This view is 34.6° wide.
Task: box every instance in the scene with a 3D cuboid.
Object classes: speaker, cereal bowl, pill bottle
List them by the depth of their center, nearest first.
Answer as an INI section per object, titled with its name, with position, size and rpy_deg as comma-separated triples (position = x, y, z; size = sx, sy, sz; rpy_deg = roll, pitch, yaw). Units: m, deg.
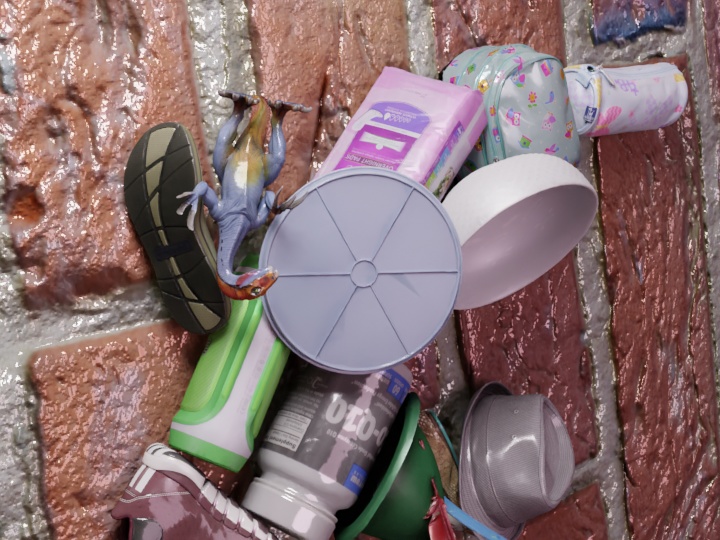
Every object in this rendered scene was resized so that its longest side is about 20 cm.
[speaker]
position = -0.115, 0.090, 1.126
size = 0.088, 0.088, 0.200
rpy_deg = 31, 74, -37
[pill bottle]
position = -0.036, 0.172, 1.180
size = 0.114, 0.114, 0.200
rpy_deg = 38, 71, -35
[cereal bowl]
position = 0.144, -0.052, 1.208
size = 0.200, 0.200, 0.083
rpy_deg = -9, 56, -39

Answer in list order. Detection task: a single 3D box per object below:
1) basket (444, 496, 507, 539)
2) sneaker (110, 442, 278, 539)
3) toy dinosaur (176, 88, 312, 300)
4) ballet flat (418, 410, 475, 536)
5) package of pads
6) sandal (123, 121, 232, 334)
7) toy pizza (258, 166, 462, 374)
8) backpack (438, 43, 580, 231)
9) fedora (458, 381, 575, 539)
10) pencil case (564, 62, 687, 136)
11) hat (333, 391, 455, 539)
[basket]
position = 0.083, 0.343, 1.259
size = 0.139, 0.176, 0.200
rpy_deg = -10, 119, -37
[sneaker]
position = -0.162, 0.267, 1.120
size = 0.200, 0.076, 0.116
rpy_deg = 45, 71, -21
[toy dinosaur]
position = -0.096, -0.068, 1.066
size = 0.105, 0.200, 0.182
rpy_deg = 11, 99, 4
[ballet flat]
position = 0.094, 0.248, 1.337
size = 0.065, 0.071, 0.200
rpy_deg = -31, 112, -4
[package of pads]
position = 0.035, -0.114, 1.207
size = 0.200, 0.120, 0.076
rpy_deg = -58, 146, -20
[sandal]
position = -0.167, -0.040, 1.091
size = 0.057, 0.080, 0.201
rpy_deg = -41, 122, -66
[toy pizza]
position = 0.000, 0.000, 1.106
size = 0.200, 0.032, 0.201
rpy_deg = -2, 100, -13
[backpack]
position = 0.169, -0.157, 1.307
size = 0.167, 0.126, 0.200
rpy_deg = -32, 118, -35
[fedora]
position = 0.189, 0.220, 1.340
size = 0.177, 0.090, 0.200
rpy_deg = 55, 36, -32
[pencil case]
position = 0.326, -0.219, 1.461
size = 0.200, 0.083, 0.091
rpy_deg = -8, 121, -39
[hat]
position = 0.082, 0.254, 1.210
size = 0.176, 0.166, 0.200
rpy_deg = 29, 72, -8
